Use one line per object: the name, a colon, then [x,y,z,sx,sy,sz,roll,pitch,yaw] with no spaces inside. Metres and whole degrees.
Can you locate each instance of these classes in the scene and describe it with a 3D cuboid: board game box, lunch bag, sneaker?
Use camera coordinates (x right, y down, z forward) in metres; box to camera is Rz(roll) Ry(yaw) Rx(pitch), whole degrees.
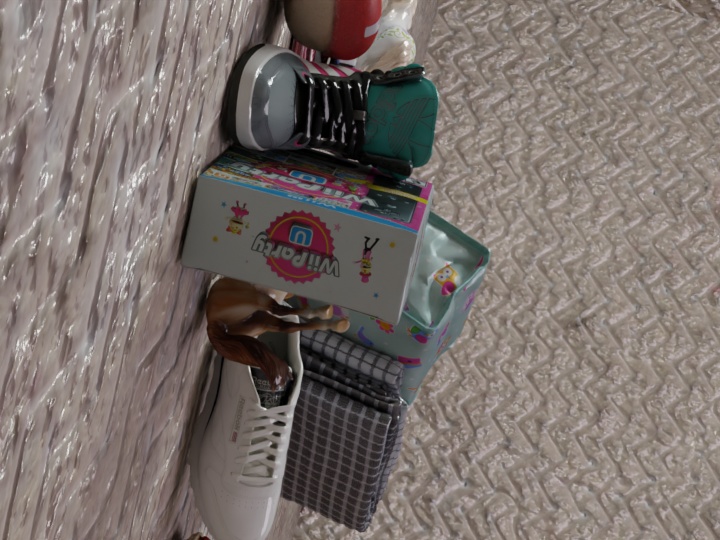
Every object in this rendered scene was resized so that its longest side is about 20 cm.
board game box: [-0.029,-0.034,1.024,0.200,0.146,0.065,-67,172,-75]
lunch bag: [0.000,0.000,1.330,0.122,0.199,0.171,-49,166,-27]
sneaker: [-0.008,-0.108,1.044,0.200,0.119,0.085,-18,116,-70]
sneaker: [-0.085,0.123,1.179,0.080,0.076,0.203,-3,-98,63]

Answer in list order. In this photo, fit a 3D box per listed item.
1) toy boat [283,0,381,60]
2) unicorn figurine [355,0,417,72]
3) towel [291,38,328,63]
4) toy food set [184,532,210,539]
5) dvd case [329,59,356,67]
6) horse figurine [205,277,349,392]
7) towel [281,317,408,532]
toy boat: [0.019,-0.243,1.105,0.131,0.129,0.202,100,5,-53]
unicorn figurine: [0.017,-0.231,1.504,0.138,0.073,0.201,-51,-145,17]
towel: [-0.031,-0.227,1.304,0.200,0.022,0.146,-70,174,-66]
toy food set: [-0.154,0.321,1.250,0.199,0.048,0.202,-73,176,-49]
dvd case: [-0.008,-0.243,1.401,0.143,0.017,0.202,114,-14,-67]
horse figurine: [-0.062,0.020,1.110,0.200,0.131,0.050,-56,140,-59]
towel: [-0.047,0.138,1.338,0.086,0.164,0.201,-58,165,-36]
